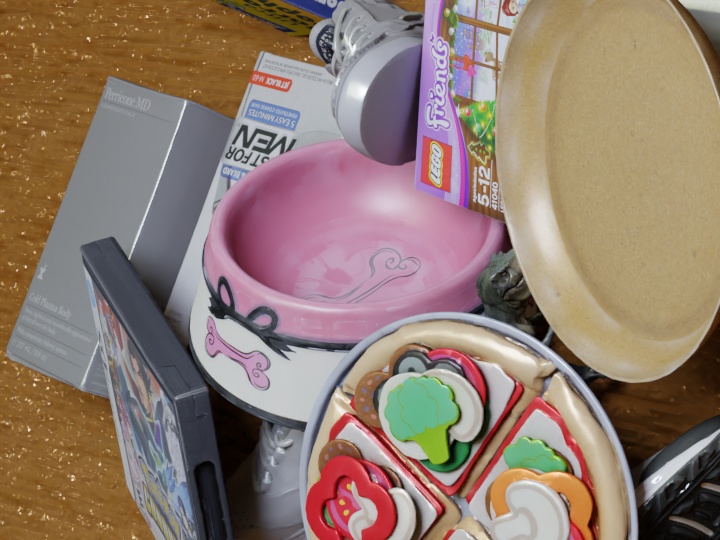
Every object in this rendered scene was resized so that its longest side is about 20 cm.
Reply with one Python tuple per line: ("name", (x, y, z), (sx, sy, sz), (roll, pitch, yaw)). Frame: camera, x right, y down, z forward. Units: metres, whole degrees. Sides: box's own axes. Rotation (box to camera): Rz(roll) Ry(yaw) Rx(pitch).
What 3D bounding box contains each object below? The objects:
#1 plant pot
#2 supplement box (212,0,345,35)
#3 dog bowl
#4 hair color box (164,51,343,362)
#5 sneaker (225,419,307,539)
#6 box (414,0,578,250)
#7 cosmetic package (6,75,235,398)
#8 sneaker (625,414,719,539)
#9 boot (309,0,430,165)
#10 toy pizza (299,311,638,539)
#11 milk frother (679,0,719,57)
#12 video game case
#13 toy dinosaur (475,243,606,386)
("plant pot", (0.126, -0.048, 1.120), (0.200, 0.027, 0.202), (32, 127, 56))
("supplement box", (-0.039, -0.263, 1.510), (0.109, 0.108, 0.201), (10, 82, 67))
("dog bowl", (0.000, 0.000, 1.316), (0.200, 0.199, 0.074), (46, 148, 45))
("hair color box", (-0.045, -0.027, 1.473), (0.111, 0.064, 0.201), (18, 88, 47))
("sneaker", (-0.029, 0.094, 1.389), (0.200, 0.087, 0.075), (-43, 50, 27))
("box", (0.089, -0.123, 1.227), (0.136, 0.039, 0.202), (23, 116, 48))
("cosmetic package", (-0.144, -0.017, 1.555), (0.106, 0.090, 0.202), (17, 89, 51))
("sneaker", (0.127, 0.135, 1.223), (0.200, 0.074, 0.080), (-45, 42, 24))
("boot", (0.008, -0.112, 1.344), (0.095, 0.200, 0.074), (22, 105, 21))
("toy pizza", (0.047, 0.122, 1.197), (0.199, 0.032, 0.202), (6, 101, 32))
("milk frother", (0.208, -0.082, 1.114), (0.187, 0.199, 0.182), (10, 93, 34))
("video game case", (-0.117, 0.102, 1.415), (0.200, 0.025, 0.182), (-129, 28, -56))
("toy dinosaur", (0.094, 0.073, 1.263), (0.048, 0.087, 0.202), (-122, 36, -63))
